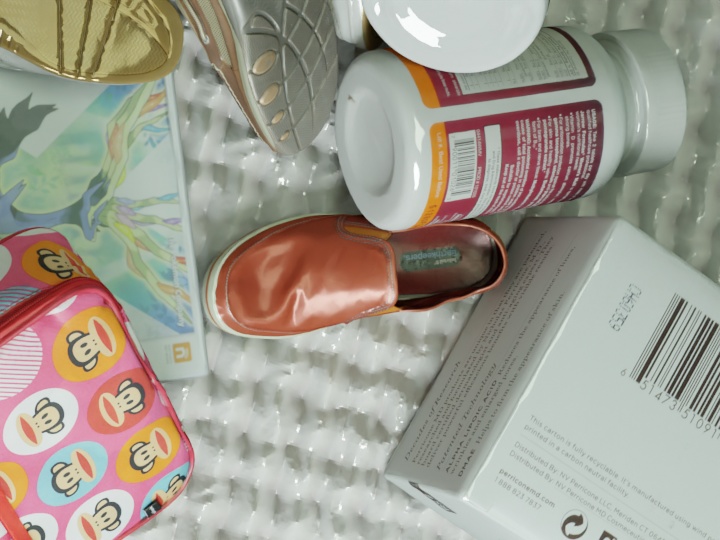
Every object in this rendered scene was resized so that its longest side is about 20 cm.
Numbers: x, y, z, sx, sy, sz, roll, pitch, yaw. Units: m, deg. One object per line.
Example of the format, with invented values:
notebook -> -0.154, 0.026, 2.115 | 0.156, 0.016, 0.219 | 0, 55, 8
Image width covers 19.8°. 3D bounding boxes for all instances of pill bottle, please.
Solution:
pill bottle -> 0.094, -0.092, 1.269 | 0.199, 0.109, 0.110 | -10, 94, -25
pill bottle -> 0.072, -0.219, 1.225 | 0.111, 0.111, 0.201 | 36, 43, -17

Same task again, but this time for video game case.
video game case -> -0.188, -0.024, 1.213 | 0.181, 0.022, 0.201 | -8, 93, -21

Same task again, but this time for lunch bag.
lunch bag -> -0.196, 0.091, 1.136 | 0.176, 0.082, 0.200 | -35, 138, -13

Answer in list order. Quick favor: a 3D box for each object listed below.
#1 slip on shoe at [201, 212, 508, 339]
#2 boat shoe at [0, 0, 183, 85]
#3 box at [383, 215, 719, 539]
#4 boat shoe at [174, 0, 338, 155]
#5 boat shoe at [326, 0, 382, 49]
slip on shoe -> 0.000, 0.000, 1.264 | 0.199, 0.061, 0.075 | -7, 95, -19
boat shoe -> -0.201, -0.151, 1.181 | 0.199, 0.069, 0.071 | 13, 87, -15
box -> 0.158, 0.098, 1.286 | 0.199, 0.131, 0.201 | 33, 80, -18
boat shoe -> -0.071, -0.162, 1.227 | 0.076, 0.072, 0.201 | -36, 126, -30
boat shoe -> -0.024, -0.232, 1.247 | 0.069, 0.071, 0.201 | -2, 109, 20
